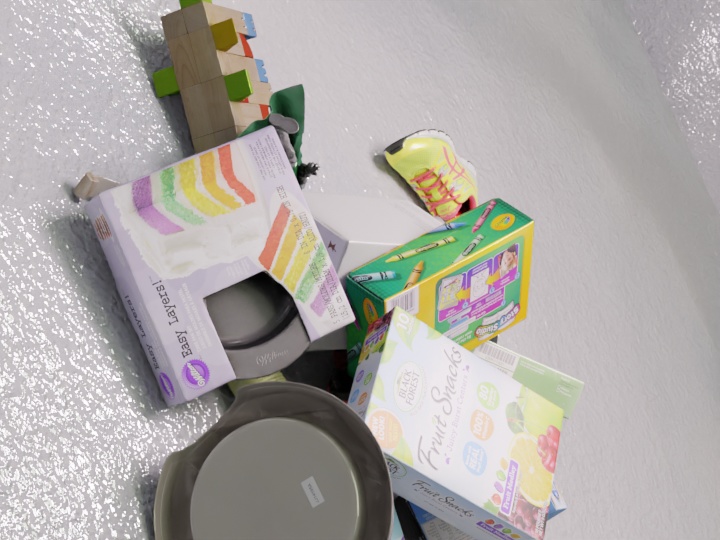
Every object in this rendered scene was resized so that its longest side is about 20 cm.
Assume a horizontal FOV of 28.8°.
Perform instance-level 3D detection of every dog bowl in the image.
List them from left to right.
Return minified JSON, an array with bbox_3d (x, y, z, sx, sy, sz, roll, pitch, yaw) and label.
[{"bbox_3d":[-0.063,0.192,1.116,0.059,0.198,0.202,40,29,-71],"label":"dog bowl"}]

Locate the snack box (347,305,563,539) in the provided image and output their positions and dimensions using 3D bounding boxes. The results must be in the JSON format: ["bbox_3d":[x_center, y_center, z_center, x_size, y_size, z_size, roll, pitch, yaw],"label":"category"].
[{"bbox_3d":[0.082,0.143,1.236,0.199,0.053,0.143,32,49,-18],"label":"snack box"}]

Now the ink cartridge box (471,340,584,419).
[{"bbox_3d":[0.130,0.099,1.514,0.144,0.048,0.200,23,-1,-22],"label":"ink cartridge box"}]

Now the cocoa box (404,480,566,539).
[{"bbox_3d":[0.120,0.212,1.412,0.132,0.132,0.200,63,6,13],"label":"cocoa box"}]

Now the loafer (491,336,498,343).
[{"bbox_3d":[0.105,0.067,1.639,0.200,0.071,0.064,29,84,-58],"label":"loafer"}]

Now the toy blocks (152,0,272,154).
[{"bbox_3d":[-0.136,-0.189,1.445,0.137,0.099,0.203,-11,86,-71],"label":"toy blocks"}]

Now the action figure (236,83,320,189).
[{"bbox_3d":[-0.083,-0.096,1.413,0.055,0.118,0.200,46,-11,16],"label":"action figure"}]

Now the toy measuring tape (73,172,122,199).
[{"bbox_3d":[-0.165,-0.031,1.261,0.199,0.073,0.074,24,45,-42],"label":"toy measuring tape"}]

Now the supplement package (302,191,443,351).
[{"bbox_3d":[0.000,0.000,1.391,0.199,0.118,0.117,2,27,-47],"label":"supplement package"}]

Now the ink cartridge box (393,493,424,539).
[{"bbox_3d":[0.039,0.330,1.330,0.199,0.047,0.200,63,25,1],"label":"ink cartridge box"}]

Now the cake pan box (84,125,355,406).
[{"bbox_3d":[-0.119,-0.002,1.225,0.183,0.052,0.202,-23,91,-26],"label":"cake pan box"}]

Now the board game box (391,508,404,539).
[{"bbox_3d":[-0.026,0.259,1.194,0.104,0.103,0.202,2,64,-47],"label":"board game box"}]

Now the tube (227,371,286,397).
[{"bbox_3d":[-0.103,0.091,1.291,0.201,0.052,0.058,58,-17,10],"label":"tube"}]

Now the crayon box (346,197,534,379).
[{"bbox_3d":[0.078,0.025,1.349,0.199,0.058,0.120,-27,134,-32],"label":"crayon box"}]

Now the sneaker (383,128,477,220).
[{"bbox_3d":[0.102,-0.114,1.806,0.199,0.078,0.091,26,47,-51],"label":"sneaker"}]

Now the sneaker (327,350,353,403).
[{"bbox_3d":[0.012,0.116,1.449,0.201,0.070,0.099,-78,153,-67],"label":"sneaker"}]
